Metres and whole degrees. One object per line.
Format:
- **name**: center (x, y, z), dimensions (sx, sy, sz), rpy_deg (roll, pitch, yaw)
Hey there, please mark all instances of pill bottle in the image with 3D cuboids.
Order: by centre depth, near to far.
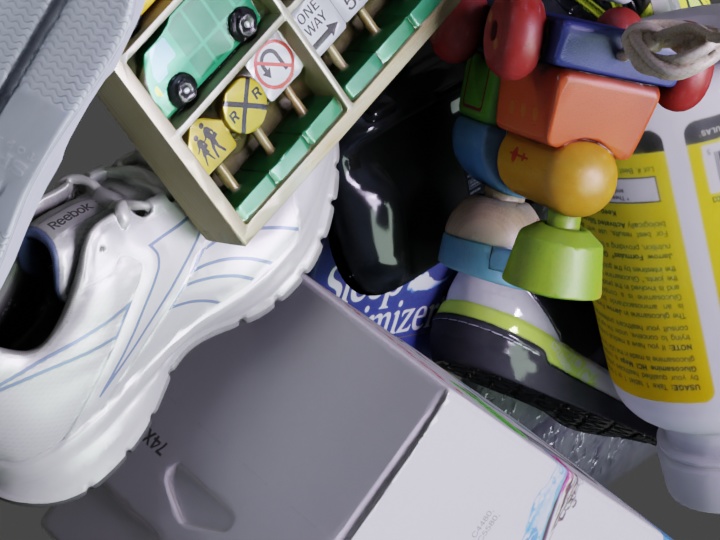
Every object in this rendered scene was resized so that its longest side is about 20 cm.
- **pill bottle**: center (0.152, -0.003, 1.152), dimensions (0.112, 0.112, 0.201), rpy_deg (-33, 117, -41)

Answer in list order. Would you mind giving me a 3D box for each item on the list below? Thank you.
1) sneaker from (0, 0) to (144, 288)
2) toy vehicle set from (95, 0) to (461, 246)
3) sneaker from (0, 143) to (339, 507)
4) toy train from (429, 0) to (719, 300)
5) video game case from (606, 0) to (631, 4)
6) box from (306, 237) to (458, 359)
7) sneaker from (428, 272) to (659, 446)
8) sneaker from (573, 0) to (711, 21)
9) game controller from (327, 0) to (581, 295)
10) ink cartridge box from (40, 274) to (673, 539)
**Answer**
- **sneaker**: center (-0.133, -0.034, 0.878), dimensions (0.200, 0.073, 0.071), rpy_deg (-51, -169, 10)
- **toy vehicle set**: center (-0.021, -0.123, 0.972), dimensions (0.200, 0.026, 0.124), rpy_deg (-50, 121, -23)
- **sneaker**: center (-0.079, -0.007, 0.986), dimensions (0.200, 0.074, 0.087), rpy_deg (-52, 143, -20)
- **toy train**: center (0.081, -0.040, 0.990), dimensions (0.084, 0.200, 0.116), rpy_deg (9, 97, -17)
- **video game case**: center (0.109, -0.203, 1.048), dimensions (0.023, 0.182, 0.201), rpy_deg (25, 92, -18)
- **box**: center (0.000, 0.000, 1.155), dimensions (0.121, 0.032, 0.201), rpy_deg (-9, 119, -55)
- **sneaker**: center (0.110, 0.028, 1.230), dimensions (0.200, 0.071, 0.083), rpy_deg (26, 77, -49)
- **sneaker**: center (0.142, -0.079, 1.236), dimensions (0.076, 0.075, 0.201), rpy_deg (-39, 126, -42)
- **game controller**: center (0.039, -0.063, 1.121), dimensions (0.200, 0.042, 0.105), rpy_deg (-31, 122, -53)
- **ink cartridge box**: center (0.008, 0.112, 1.079), dimensions (0.146, 0.147, 0.200), rpy_deg (-54, 135, 1)
